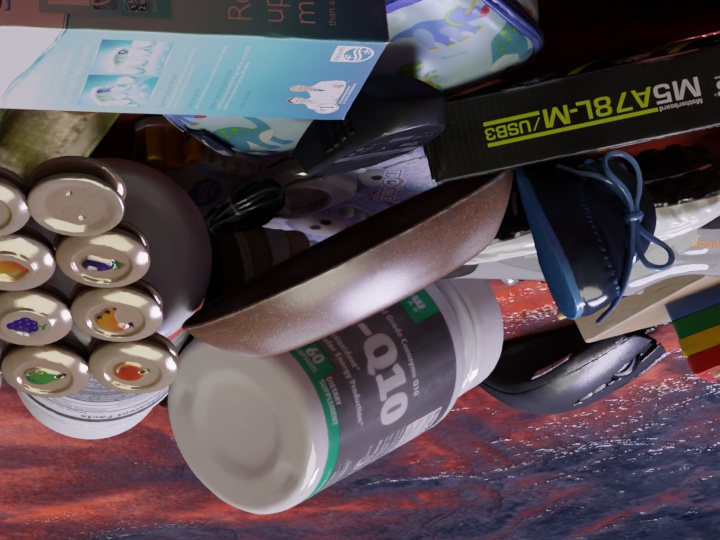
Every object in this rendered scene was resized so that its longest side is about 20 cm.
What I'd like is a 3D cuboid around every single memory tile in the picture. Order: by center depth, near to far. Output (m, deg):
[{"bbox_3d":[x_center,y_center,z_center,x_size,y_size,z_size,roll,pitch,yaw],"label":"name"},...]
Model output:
[{"bbox_3d":[-0.181,0.010,1.580,0.153,0.017,0.200,-3,143,7],"label":"memory tile"}]

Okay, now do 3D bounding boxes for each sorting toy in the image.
[{"bbox_3d":[0.268,0.006,1.805,0.200,0.070,0.199,-31,167,40],"label":"sorting toy"}]

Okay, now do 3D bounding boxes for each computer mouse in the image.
[{"bbox_3d":[-0.024,-0.059,1.517,0.059,0.034,0.200,-11,170,-38],"label":"computer mouse"},{"bbox_3d":[0.154,0.058,2.048,0.200,0.046,0.140,-15,158,24],"label":"computer mouse"}]

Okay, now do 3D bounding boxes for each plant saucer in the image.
[{"bbox_3d":[0.000,0.000,1.618,0.200,0.037,0.200,-27,-175,3],"label":"plant saucer"}]

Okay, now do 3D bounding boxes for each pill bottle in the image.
[{"bbox_3d":[-0.152,0.023,1.742,0.116,0.116,0.200,-1,160,-10],"label":"pill bottle"},{"bbox_3d":[-0.010,0.058,1.758,0.113,0.113,0.200,-25,-179,42],"label":"pill bottle"}]

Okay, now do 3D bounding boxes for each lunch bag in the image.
[{"bbox_3d":[-0.023,-0.132,1.480,0.200,0.083,0.161,-15,154,21],"label":"lunch bag"}]

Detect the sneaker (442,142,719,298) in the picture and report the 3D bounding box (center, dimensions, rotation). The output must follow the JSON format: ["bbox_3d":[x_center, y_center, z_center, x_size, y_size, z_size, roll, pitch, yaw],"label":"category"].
[{"bbox_3d":[0.118,-0.014,1.706,0.200,0.074,0.079,-7,125,12],"label":"sneaker"}]

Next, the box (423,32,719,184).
[{"bbox_3d":[0.146,-0.092,1.562,0.193,0.048,0.200,-9,-175,16],"label":"box"}]

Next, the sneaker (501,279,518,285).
[{"bbox_3d":[0.160,-0.024,1.798,0.200,0.081,0.075,2,156,-21],"label":"sneaker"}]

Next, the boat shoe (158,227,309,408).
[{"bbox_3d":[-0.077,0.030,1.832,0.076,0.072,0.200,-11,162,-23],"label":"boat shoe"}]

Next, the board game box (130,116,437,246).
[{"bbox_3d":[-0.038,-0.042,1.779,0.200,0.026,0.200,-2,158,-8],"label":"board game box"}]

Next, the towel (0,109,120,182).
[{"bbox_3d":[-0.189,-0.101,1.518,0.144,0.023,0.200,-48,144,16],"label":"towel"}]

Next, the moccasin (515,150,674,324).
[{"bbox_3d":[0.120,-0.033,1.563,0.068,0.081,0.200,-15,-161,3],"label":"moccasin"}]

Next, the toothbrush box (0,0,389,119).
[{"bbox_3d":[-0.098,-0.150,1.323,0.200,0.147,0.085,2,157,-14],"label":"toothbrush box"}]

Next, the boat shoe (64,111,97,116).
[{"bbox_3d":[-0.191,-0.124,1.393,0.200,0.066,0.074,36,136,-30],"label":"boat shoe"}]
